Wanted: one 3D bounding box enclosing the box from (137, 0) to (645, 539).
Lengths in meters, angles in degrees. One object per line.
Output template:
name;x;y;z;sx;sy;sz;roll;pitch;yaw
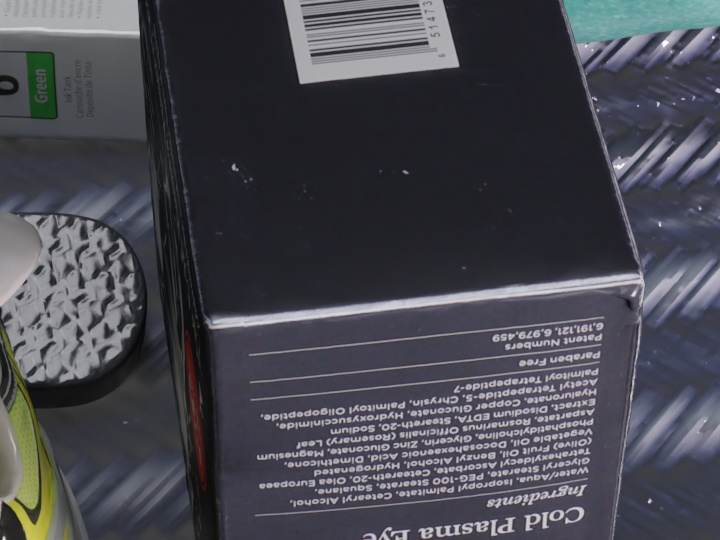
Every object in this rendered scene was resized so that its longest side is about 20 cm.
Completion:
box;0.000;0.000;0.733;0.104;0.183;0.200;-7;46;-5

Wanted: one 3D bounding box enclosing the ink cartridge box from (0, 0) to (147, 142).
ink cartridge box;-0.126;-0.097;0.912;0.199;0.050;0.109;1;46;0

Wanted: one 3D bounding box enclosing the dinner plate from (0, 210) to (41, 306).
dinner plate;-0.171;0.021;0.638;0.199;0.024;0.200;-20;15;6

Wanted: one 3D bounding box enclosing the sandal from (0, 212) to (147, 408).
sandal;-0.164;0.010;0.821;0.199;0.043;0.076;11;70;-3

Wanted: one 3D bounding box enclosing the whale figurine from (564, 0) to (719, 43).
whale figurine;0.065;-0.104;0.833;0.200;0.159;0.104;-32;74;16

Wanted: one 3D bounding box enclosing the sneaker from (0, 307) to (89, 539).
sneaker;-0.128;0.015;0.757;0.075;0.076;0.200;-28;69;-13
